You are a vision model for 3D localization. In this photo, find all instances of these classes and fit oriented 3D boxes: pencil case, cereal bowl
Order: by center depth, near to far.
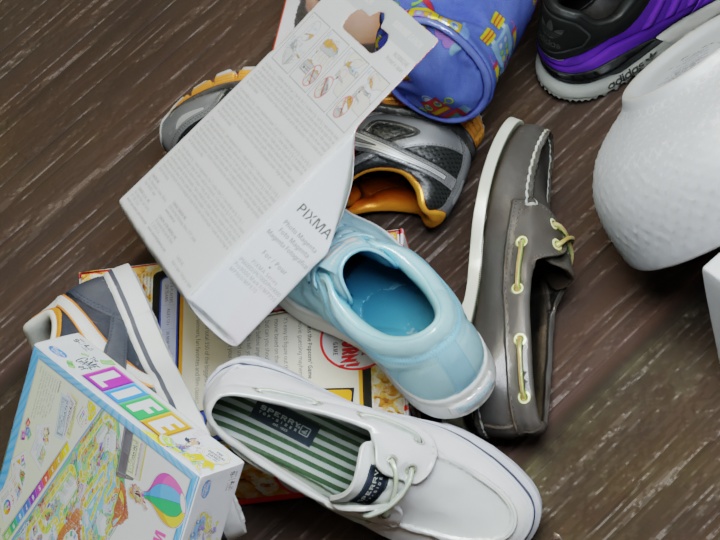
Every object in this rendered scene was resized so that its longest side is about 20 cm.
[{"bbox_3d":[0.209,-0.092,1.581,0.200,0.083,0.200,-35,11,7],"label":"cereal bowl"},{"bbox_3d":[0.071,-0.182,1.693,0.087,0.078,0.200,30,52,-6],"label":"pencil case"}]

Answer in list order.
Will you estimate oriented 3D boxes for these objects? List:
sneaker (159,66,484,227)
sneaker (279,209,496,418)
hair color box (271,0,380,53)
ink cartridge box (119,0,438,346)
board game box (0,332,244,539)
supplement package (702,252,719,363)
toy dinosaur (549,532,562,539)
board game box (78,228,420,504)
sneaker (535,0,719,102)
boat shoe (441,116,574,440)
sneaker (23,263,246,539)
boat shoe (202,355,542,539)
[{"bbox_3d":[-0.028,-0.071,1.701,0.199,0.078,0.077,3,62,14],"label":"sneaker"},{"bbox_3d":[0.000,0.000,1.576,0.074,0.082,0.200,-43,50,-15],"label":"sneaker"},{"bbox_3d":[0.015,-0.191,1.780,0.101,0.061,0.200,3,58,14],"label":"hair color box"},{"bbox_3d":[-0.038,-0.067,1.604,0.200,0.057,0.163,-42,28,0],"label":"ink cartridge box"},{"bbox_3d":[-0.144,0.154,1.513,0.134,0.200,0.034,36,31,31],"label":"board game box"},{"bbox_3d":[0.303,-0.001,1.546,0.200,0.117,0.117,-39,56,-13],"label":"supplement package"},{"bbox_3d":[0.096,0.228,1.465,0.136,0.086,0.200,-42,51,-7],"label":"toy dinosaur"},{"bbox_3d":[-0.066,0.061,1.637,0.199,0.046,0.152,-7,55,9],"label":"board game box"},{"bbox_3d":[0.185,-0.193,1.715,0.200,0.100,0.070,-42,59,-15],"label":"sneaker"},{"bbox_3d":[0.094,0.005,1.623,0.060,0.072,0.202,3,65,19],"label":"boat shoe"},{"bbox_3d":[-0.127,0.085,1.560,0.079,0.079,0.200,-24,46,-7],"label":"sneaker"},{"bbox_3d":[0.002,0.112,1.535,0.199,0.067,0.074,20,104,1],"label":"boat shoe"}]
